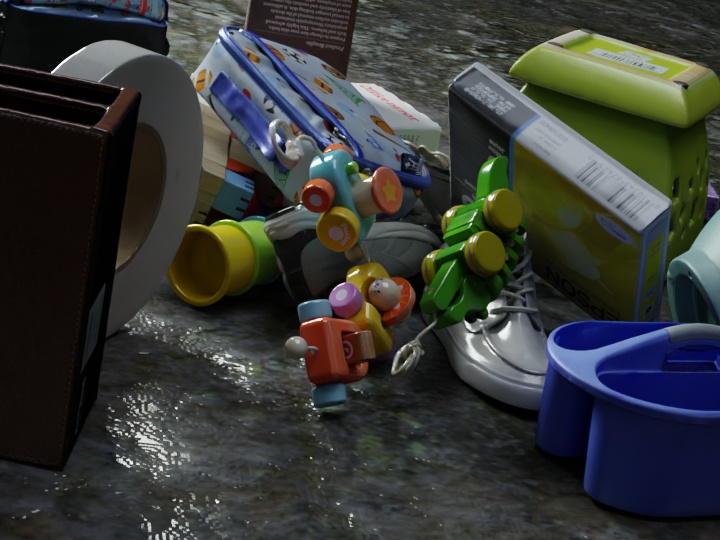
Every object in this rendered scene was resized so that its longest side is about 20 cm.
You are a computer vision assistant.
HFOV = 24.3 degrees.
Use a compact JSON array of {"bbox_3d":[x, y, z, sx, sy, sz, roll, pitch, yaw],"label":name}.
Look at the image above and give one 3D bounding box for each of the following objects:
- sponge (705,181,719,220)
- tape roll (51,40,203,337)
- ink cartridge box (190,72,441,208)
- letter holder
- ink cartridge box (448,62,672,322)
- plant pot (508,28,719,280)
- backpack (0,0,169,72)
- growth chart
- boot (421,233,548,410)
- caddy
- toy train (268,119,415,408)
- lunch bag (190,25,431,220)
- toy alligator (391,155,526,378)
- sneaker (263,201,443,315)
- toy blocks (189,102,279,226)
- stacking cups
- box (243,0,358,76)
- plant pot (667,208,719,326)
[{"bbox_3d":[0.276,-0.100,1.775,0.198,0.030,0.112,12,19,1],"label":"sponge"},{"bbox_3d":[-0.171,-0.050,1.102,0.037,0.205,0.202,19,20,21],"label":"tape roll"},{"bbox_3d":[-0.047,-0.119,1.547,0.198,0.085,0.145,0,23,-29],"label":"ink cartridge box"},{"bbox_3d":[-0.215,-0.010,0.960,0.140,0.202,0.101,11,19,-2],"label":"letter holder"},{"bbox_3d":[0.147,-0.032,1.273,0.047,0.201,0.197,-37,58,-23],"label":"ink cartridge box"},{"bbox_3d":[0.224,-0.112,1.548,0.198,0.183,0.199,20,20,19],"label":"plant pot"},{"bbox_3d":[-0.294,-0.242,1.669,0.181,0.136,0.200,4,18,-23],"label":"backpack"},{"bbox_3d":[0.096,-0.056,1.434,0.199,0.018,0.145,30,-19,43],"label":"growth chart"},{"bbox_3d":[0.100,0.021,1.227,0.073,0.097,0.200,3,21,-23],"label":"boot"},{"bbox_3d":[0.210,0.084,1.100,0.198,0.106,0.141,2,22,-28],"label":"caddy"},{"bbox_3d":[-0.006,-0.006,1.142,0.055,0.202,0.150,-14,-15,22],"label":"toy train"},{"bbox_3d":[-0.040,-0.112,1.345,0.160,0.076,0.200,15,27,-53],"label":"lunch bag"},{"bbox_3d":[0.077,0.008,1.167,0.054,0.201,0.059,40,-35,-22],"label":"toy alligator"},{"bbox_3d":[0.000,0.000,1.283,0.073,0.080,0.199,-19,-17,34],"label":"sneaker"},{"bbox_3d":[-0.123,-0.082,1.353,0.136,0.101,0.200,24,21,-11],"label":"toy blocks"},{"bbox_3d":[-0.071,-0.014,1.299,0.060,0.061,0.199,21,16,25],"label":"stacking cups"},{"bbox_3d":[-0.049,-0.264,1.515,0.099,0.202,0.075,9,16,-7],"label":"box"},{"bbox_3d":[0.310,0.027,1.238,0.133,0.202,0.201,-19,25,-5],"label":"plant pot"}]
